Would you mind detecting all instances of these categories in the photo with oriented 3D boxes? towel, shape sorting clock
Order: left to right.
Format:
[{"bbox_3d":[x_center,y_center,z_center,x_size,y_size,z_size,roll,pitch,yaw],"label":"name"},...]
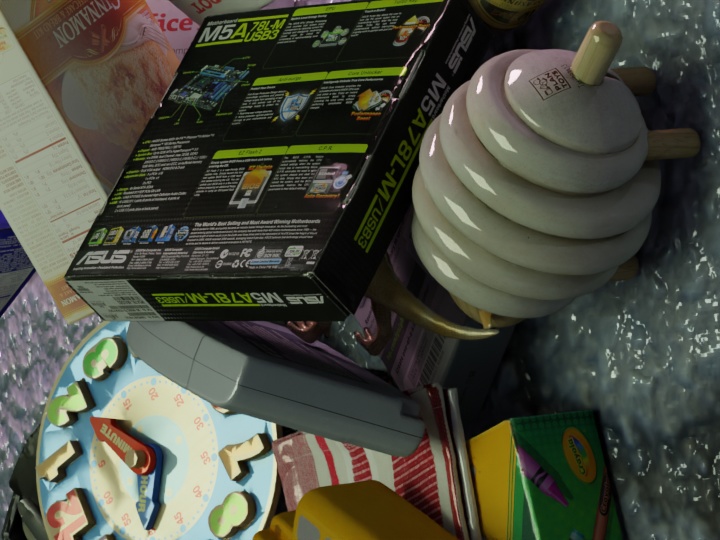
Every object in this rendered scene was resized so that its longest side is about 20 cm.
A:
[{"bbox_3d":[-0.130,0.119,1.759,0.200,0.039,0.201,-4,84,39],"label":"shape sorting clock"},{"bbox_3d":[0.009,0.151,1.608,0.200,0.023,0.145,-25,72,59],"label":"towel"}]

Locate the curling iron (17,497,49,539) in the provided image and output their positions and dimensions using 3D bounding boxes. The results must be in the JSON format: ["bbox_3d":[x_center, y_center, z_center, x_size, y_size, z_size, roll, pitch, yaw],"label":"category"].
[{"bbox_3d":[-0.173,0.217,1.801,0.200,0.026,0.050,50,127,33],"label":"curling iron"}]

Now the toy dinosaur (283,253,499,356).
[{"bbox_3d":[0.000,0.000,1.602,0.200,0.058,0.101,58,140,39],"label":"toy dinosaur"}]

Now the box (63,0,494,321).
[{"bbox_3d":[-0.047,-0.061,1.527,0.200,0.048,0.193,-2,50,43],"label":"box"}]

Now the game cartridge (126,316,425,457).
[{"bbox_3d":[-0.058,0.054,1.575,0.200,0.133,0.042,-152,76,-67],"label":"game cartridge"}]

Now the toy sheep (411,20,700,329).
[{"bbox_3d":[0.094,-0.049,1.433,0.138,0.137,0.200,56,140,40],"label":"toy sheep"}]

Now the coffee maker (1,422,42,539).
[{"bbox_3d":[-0.140,0.184,1.855,0.200,0.134,0.192,50,158,31],"label":"coffee maker"}]

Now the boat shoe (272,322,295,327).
[{"bbox_3d":[-0.062,-0.055,1.776,0.071,0.070,0.201,5,126,29],"label":"boat shoe"}]

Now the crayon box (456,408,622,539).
[{"bbox_3d":[0.072,0.162,1.580,0.200,0.058,0.119,-35,64,57],"label":"crayon box"}]

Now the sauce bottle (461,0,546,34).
[{"bbox_3d":[0.081,-0.170,1.509,0.200,0.065,0.065,-45,56,56],"label":"sauce bottle"}]

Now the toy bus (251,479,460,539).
[{"bbox_3d":[0.016,0.174,1.520,0.200,0.065,0.079,32,121,51],"label":"toy bus"}]

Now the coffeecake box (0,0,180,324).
[{"bbox_3d":[-0.165,-0.093,1.652,0.073,0.154,0.200,-23,104,27],"label":"coffeecake box"}]

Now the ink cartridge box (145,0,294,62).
[{"bbox_3d":[-0.149,-0.119,1.836,0.146,0.146,0.201,44,132,50],"label":"ink cartridge box"}]

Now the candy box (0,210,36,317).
[{"bbox_3d":[-0.269,-0.060,1.832,0.200,0.077,0.170,-44,57,54],"label":"candy box"}]

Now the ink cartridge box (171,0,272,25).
[{"bbox_3d":[-0.094,-0.266,1.608,0.147,0.200,0.146,-21,34,59],"label":"ink cartridge box"}]

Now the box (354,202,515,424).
[{"bbox_3d":[0.031,-0.032,1.639,0.200,0.041,0.156,56,140,39],"label":"box"}]

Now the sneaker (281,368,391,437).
[{"bbox_3d":[-0.047,0.102,1.770,0.200,0.075,0.079,3,101,62],"label":"sneaker"}]
